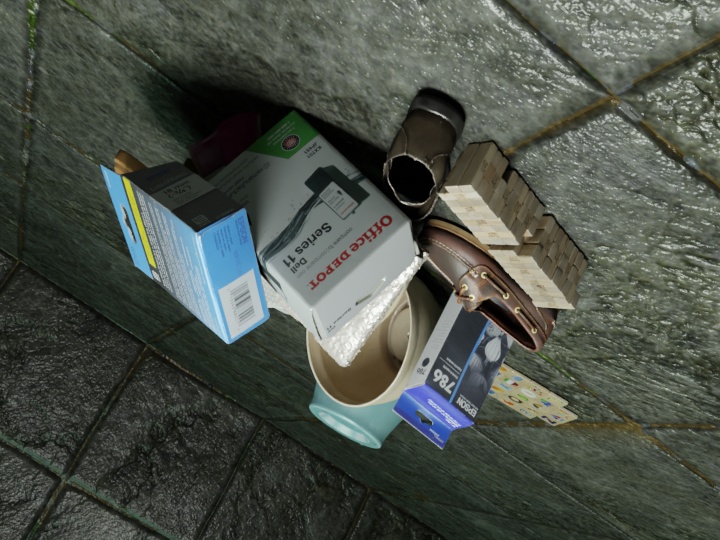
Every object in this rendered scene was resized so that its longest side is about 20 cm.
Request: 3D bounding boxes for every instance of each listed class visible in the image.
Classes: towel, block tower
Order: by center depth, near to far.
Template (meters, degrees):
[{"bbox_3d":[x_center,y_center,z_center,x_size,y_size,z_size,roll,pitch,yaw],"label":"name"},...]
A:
[{"bbox_3d":[0.157,-0.041,0.858,0.053,0.058,0.200,4,146,51],"label":"block tower"},{"bbox_3d":[-0.015,0.008,1.014,0.132,0.034,0.202,43,121,15],"label":"towel"}]

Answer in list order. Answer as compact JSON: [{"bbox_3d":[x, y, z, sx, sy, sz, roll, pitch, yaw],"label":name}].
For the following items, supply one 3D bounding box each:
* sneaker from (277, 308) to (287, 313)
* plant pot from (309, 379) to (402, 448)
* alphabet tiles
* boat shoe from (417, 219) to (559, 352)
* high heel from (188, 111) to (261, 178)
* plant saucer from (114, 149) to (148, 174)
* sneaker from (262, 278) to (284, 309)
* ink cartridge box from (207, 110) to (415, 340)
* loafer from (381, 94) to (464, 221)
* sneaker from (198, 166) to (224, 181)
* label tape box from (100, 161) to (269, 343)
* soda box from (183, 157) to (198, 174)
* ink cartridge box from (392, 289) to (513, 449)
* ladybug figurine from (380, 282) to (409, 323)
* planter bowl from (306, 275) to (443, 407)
[{"bbox_3d":[-0.123,0.021,1.333,0.113,0.075,0.198,-3,167,44],"label":"sneaker"},{"bbox_3d":[0.013,0.171,1.377,0.197,0.190,0.201,27,160,10],"label":"plant pot"},{"bbox_3d":[0.245,0.192,1.365,0.197,0.006,0.167,30,161,1],"label":"alphabet tiles"},{"bbox_3d":[0.146,0.019,0.998,0.198,0.071,0.070,33,161,-4],"label":"boat shoe"},{"bbox_3d":[-0.118,-0.086,1.023,0.203,0.094,0.068,62,-169,-13],"label":"high heel"},{"bbox_3d":[-0.228,-0.067,1.045,0.199,0.038,0.200,40,171,7],"label":"plant saucer"},{"bbox_3d":[-0.131,0.008,1.138,0.196,0.075,0.114,-2,-166,-29],"label":"sneaker"},{"bbox_3d":[-0.055,-0.050,0.916,0.200,0.146,0.084,44,166,23],"label":"ink cartridge box"},{"bbox_3d":[0.049,-0.097,0.851,0.072,0.072,0.201,27,160,8],"label":"loafer"},{"bbox_3d":[-0.136,-0.096,1.090,0.197,0.093,0.076,15,156,34],"label":"sneaker"},{"bbox_3d":[-0.188,-0.034,0.915,0.199,0.063,0.147,33,143,39],"label":"label tape box"},{"bbox_3d":[-0.165,-0.075,1.172,0.196,0.069,0.064,24,145,-1],"label":"soda box"},{"bbox_3d":[0.125,0.112,1.052,0.099,0.203,0.039,38,162,-27],"label":"ink cartridge box"},{"bbox_3d":[0.000,0.000,1.067,0.200,0.072,0.137,-42,81,32],"label":"ladybug figurine"},{"bbox_3d":[0.038,0.087,1.172,0.133,0.206,0.198,12,178,-45],"label":"planter bowl"}]
